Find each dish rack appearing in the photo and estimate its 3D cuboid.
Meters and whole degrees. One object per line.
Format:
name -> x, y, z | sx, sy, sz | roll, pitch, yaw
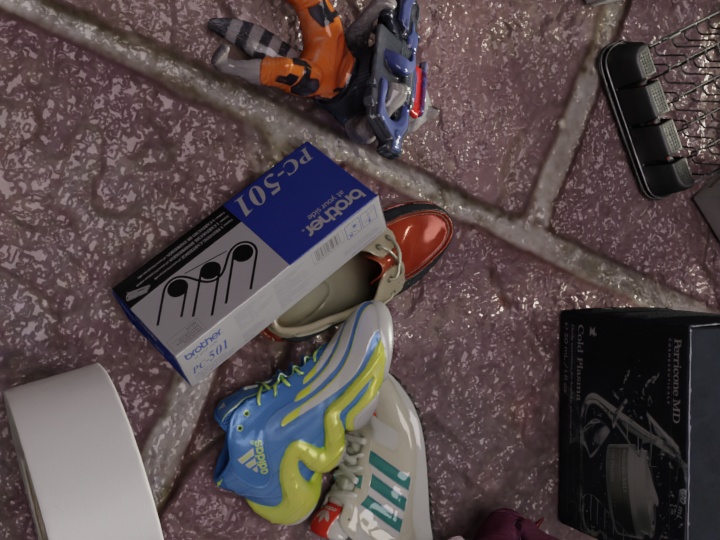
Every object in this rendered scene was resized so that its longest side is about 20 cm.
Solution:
dish rack -> 0.334, -0.172, 1.063 | 0.199, 0.054, 0.155 | -27, 103, -21

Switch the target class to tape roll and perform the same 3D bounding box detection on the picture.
tape roll -> -0.189, 0.171, 0.784 | 0.070, 0.202, 0.205 | -14, 97, -21

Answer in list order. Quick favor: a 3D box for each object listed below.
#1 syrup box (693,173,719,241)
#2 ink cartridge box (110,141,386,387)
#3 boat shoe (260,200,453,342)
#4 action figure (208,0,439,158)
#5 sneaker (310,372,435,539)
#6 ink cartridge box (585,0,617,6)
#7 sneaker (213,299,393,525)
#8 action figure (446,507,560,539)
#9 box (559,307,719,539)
syrup box -> 0.403, -0.061, 1.013 | 0.081, 0.200, 0.079 | -40, 105, -17
ink cartridge box -> -0.084, -0.010, 0.875 | 0.200, 0.094, 0.044 | -39, 144, -17
boat shoe -> 0.000, 0.000, 0.929 | 0.199, 0.062, 0.072 | -27, 99, -20
action figure -> -0.015, -0.182, 0.912 | 0.193, 0.104, 0.202 | 32, 54, -27
sneaker -> 0.004, 0.180, 0.930 | 0.093, 0.070, 0.202 | -11, 99, -27
ink cartridge box -> 0.259, -0.354, 1.009 | 0.143, 0.085, 0.202 | -18, 99, -20
sneaker -> -0.052, 0.105, 0.885 | 0.104, 0.076, 0.202 | 22, 99, -20
action figure -> 0.102, 0.252, 0.940 | 0.149, 0.134, 0.200 | 51, 31, -5
box -> 0.270, 0.137, 0.969 | 0.123, 0.196, 0.203 | 0, 91, -22
